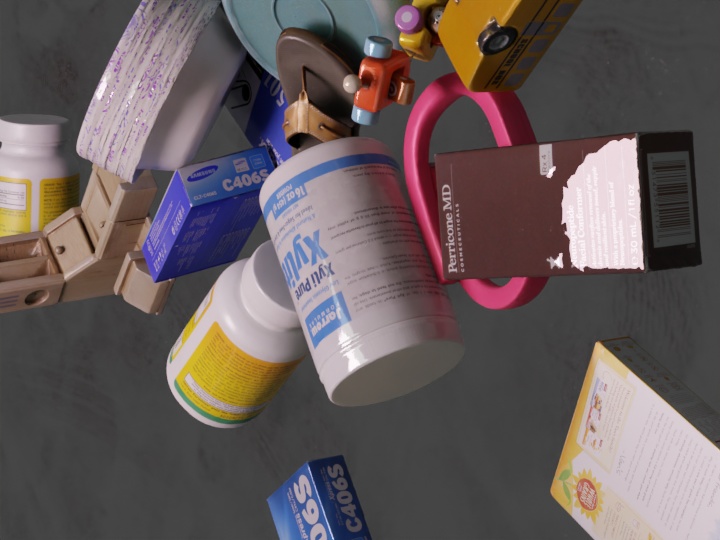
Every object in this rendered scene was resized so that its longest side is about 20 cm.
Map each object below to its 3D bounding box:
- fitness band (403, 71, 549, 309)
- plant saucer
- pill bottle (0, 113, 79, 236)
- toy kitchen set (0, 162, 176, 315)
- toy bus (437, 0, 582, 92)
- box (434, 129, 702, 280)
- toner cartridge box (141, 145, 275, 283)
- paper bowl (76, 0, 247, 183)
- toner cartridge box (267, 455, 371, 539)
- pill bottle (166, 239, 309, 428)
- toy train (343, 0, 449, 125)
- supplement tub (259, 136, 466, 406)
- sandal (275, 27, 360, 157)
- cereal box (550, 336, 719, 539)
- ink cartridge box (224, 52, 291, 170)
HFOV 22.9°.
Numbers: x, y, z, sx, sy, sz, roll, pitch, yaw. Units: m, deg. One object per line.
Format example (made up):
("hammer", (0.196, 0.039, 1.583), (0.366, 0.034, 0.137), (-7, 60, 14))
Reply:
("fitness band", (0.099, -0.065, 1.460), (0.143, 0.037, 0.202), (-39, 64, 49))
("plant saucer", (-0.045, -0.227, 1.555), (0.198, 0.027, 0.201), (21, 138, 19))
("pill bottle", (-0.393, -0.082, 2.135), (0.112, 0.111, 0.202), (22, 112, 53))
("toy kitchen set", (-0.321, -0.017, 1.972), (0.164, 0.179, 0.201), (62, 145, 27))
("toy bus", (0.129, -0.223, 1.347), (0.200, 0.078, 0.066), (-55, 50, 45))
("box", (0.150, -0.047, 1.318), (0.199, 0.074, 0.101), (-3, 92, 47))
("toner cartridge box", (-0.150, -0.052, 1.745), (0.044, 0.094, 0.200), (67, 156, 14))
("paper bowl", (-0.178, -0.175, 1.668), (0.202, 0.104, 0.201), (-62, 5, 9))
("toner cartridge box", (-0.022, 0.287, 1.675), (0.095, 0.043, 0.202), (-48, 56, 50))
("pill bottle", (-0.104, 0.058, 1.716), (0.200, 0.112, 0.114), (-53, 53, 46))
("toy train", (0.052, -0.216, 1.430), (0.055, 0.150, 0.202), (20, 110, 19))
("supplement tub", (0.000, 0.000, 1.532), (0.132, 0.131, 0.202), (-47, 56, 49))
("sandal", (-0.043, -0.125, 1.584), (0.081, 0.055, 0.201), (16, 135, 14))
("cereal box", (0.225, 0.162, 1.296), (0.200, 0.039, 0.145), (45, 131, 43))
("ink cartridge box", (-0.088, -0.175, 1.716), (0.201, 0.044, 0.095), (56, 139, 35))
